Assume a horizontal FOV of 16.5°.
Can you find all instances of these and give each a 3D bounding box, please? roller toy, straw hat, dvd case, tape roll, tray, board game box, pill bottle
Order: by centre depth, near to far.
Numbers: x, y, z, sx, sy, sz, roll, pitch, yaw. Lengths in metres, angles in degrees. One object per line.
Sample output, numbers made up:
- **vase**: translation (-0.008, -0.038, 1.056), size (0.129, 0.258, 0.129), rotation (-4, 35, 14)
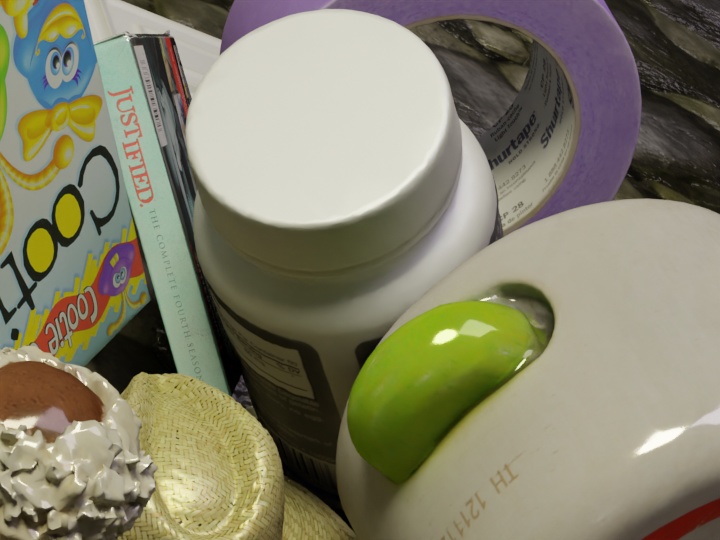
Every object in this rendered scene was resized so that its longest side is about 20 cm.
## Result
- **straw hat**: translation (-0.066, 0.086, 0.868), size (0.201, 0.085, 0.201), rotation (10, 34, -7)
- **board game box**: translation (-0.158, -0.051, 0.874), size (0.103, 0.200, 0.105), rotation (16, 44, 28)
- **roller toy**: translation (0.098, 0.081, 0.882), size (0.200, 0.183, 0.140), rotation (-17, 49, -17)
- **pill bottle**: translation (0.000, 0.000, 0.942), size (0.114, 0.114, 0.200), rotation (49, -14, 32)
- **dvd case**: translation (-0.075, -0.027, 1.030), size (0.200, 0.022, 0.146), rotation (-98, 173, -84)
- **tape roll**: translation (0.033, -0.087, 1.238), size (0.200, 0.200, 0.085), rotation (21, 26, -25)
- **tray**: translation (-0.072, -0.099, 1.348), size (0.200, 0.022, 0.107), rotation (19, 29, -29)

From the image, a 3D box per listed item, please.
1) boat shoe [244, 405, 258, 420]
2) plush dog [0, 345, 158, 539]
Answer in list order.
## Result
- **boat shoe**: translation (0.041, 0.083, 1.083), size (0.201, 0.063, 0.074), rotation (5, -4, -24)
- **plush dog**: translation (-0.163, 0.124, 0.720), size (0.200, 0.161, 0.172), rotation (4, 42, 2)
